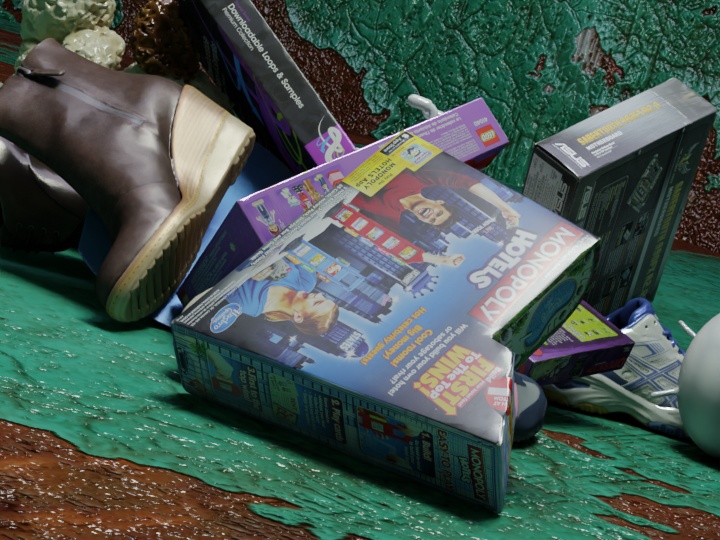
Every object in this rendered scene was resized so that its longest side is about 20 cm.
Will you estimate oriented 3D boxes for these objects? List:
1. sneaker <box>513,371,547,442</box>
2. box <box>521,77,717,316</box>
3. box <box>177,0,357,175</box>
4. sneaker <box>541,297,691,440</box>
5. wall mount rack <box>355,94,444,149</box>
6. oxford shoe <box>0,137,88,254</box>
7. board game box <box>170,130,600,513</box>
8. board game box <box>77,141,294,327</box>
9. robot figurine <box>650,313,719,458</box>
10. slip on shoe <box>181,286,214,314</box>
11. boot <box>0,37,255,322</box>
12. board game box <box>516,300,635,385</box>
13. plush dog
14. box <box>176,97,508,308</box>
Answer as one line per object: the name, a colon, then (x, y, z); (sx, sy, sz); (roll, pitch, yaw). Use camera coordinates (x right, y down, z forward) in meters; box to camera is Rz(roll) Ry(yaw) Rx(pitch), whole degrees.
sneaker: (0.068, 0.060, 1.334); (0.070, 0.082, 0.200); (19, 7, 28)
box: (0.179, -0.033, 1.626); (0.158, 0.201, 0.048); (-28, 54, -36)
box: (-0.067, -0.127, 1.559); (0.200, 0.036, 0.143); (56, -10, 13)
sneaker: (0.216, 0.069, 1.581); (0.199, 0.089, 0.075); (15, 5, -17)
wall mount rack: (-0.020, -0.120, 1.707); (0.173, 0.075, 0.200); (12, 1, 8)
oxford shoe: (-0.215, -0.036, 1.527); (0.200, 0.085, 0.073); (33, -26, 1)
board game box: (0.035, 0.036, 1.200); (0.200, 0.062, 0.200); (32, 58, 30)
board game box: (-0.116, -0.022, 1.483); (0.157, 0.039, 0.201); (21, 45, -15)
robot figurine: (0.308, 0.091, 1.504); (0.199, 0.113, 0.170); (17, 41, 13)
slip on shoe: (-0.055, 0.040, 1.336); (0.076, 0.061, 0.200); (57, 31, 6)
boot: (-0.178, -0.062, 1.419); (0.166, 0.073, 0.200); (22, 47, 7)
board game box: (0.085, 0.010, 1.516); (0.120, 0.032, 0.200); (-2, 35, -49)
plush dog: (-0.173, -0.114, 1.606); (0.171, 0.201, 0.161); (0, 40, 30)
box: (-0.012, -0.034, 1.399); (0.199, 0.039, 0.137); (-25, -14, -31)
